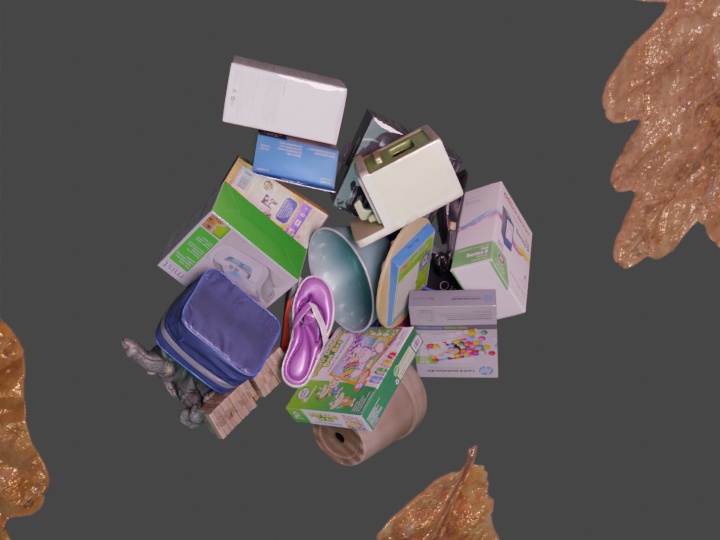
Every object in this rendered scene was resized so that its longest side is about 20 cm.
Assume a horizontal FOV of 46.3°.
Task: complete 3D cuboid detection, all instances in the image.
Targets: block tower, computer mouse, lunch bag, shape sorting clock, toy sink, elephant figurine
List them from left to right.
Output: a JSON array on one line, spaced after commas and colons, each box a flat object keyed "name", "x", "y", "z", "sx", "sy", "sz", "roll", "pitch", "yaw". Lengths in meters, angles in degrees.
[{"name": "elephant figurine", "x": -0.334, "y": 0.182, "z": 1.584, "sx": 0.200, "sy": 0.156, "sz": 0.142, "roll": 42, "pitch": 63, "yaw": 7}, {"name": "lunch bag", "x": -0.244, "y": 0.114, "z": 1.462, "sx": 0.200, "sy": 0.137, "sz": 0.132, "roll": 43, "pitch": 139, "yaw": -16}, {"name": "block tower", "x": -0.207, "y": 0.216, "z": 1.530, "sx": 0.200, "sy": 0.057, "sz": 0.055, "roll": -44, "pitch": 112, "yaw": -36}, {"name": "toy sink", "x": 0.054, "y": -0.147, "z": 1.417, "sx": 0.197, "sy": 0.131, "sz": 0.113, "roll": -27, "pitch": 110, "yaw": 5}, {"name": "shape sorting clock", "x": 0.077, "y": 0.003, "z": 1.473, "sx": 0.039, "sy": 0.199, "sz": 0.204, "roll": 23, "pitch": 107, "yaw": 22}, {"name": "computer mouse", "x": 0.155, "y": -0.093, "z": 1.526, "sx": 0.045, "sy": 0.140, "sz": 0.204, "roll": 13, "pitch": 88, "yaw": 3}]

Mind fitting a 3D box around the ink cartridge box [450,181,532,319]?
[{"name": "ink cartridge box", "x": 0.240, "y": -0.035, "z": 1.523, "sx": 0.086, "sy": 0.202, "sz": 0.146, "roll": -16, "pitch": 129, "yaw": 29}]

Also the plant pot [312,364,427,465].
[{"name": "plant pot", "x": 0.002, "y": 0.264, "z": 1.580, "sx": 0.197, "sy": 0.173, "sz": 0.204, "roll": 17, "pitch": 124, "yaw": 27}]

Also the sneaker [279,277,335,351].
[{"name": "sneaker", "x": -0.096, "y": 0.103, "z": 1.613, "sx": 0.105, "sy": 0.067, "sz": 0.205, "roll": 6, "pitch": 112, "yaw": -7}]

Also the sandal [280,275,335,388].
[{"name": "sandal", "x": -0.092, "y": 0.110, "z": 1.520, "sx": 0.081, "sy": 0.050, "sz": 0.207, "roll": 10, "pitch": 81, "yaw": -2}]

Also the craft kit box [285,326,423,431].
[{"name": "craft kit box", "x": -0.011, "y": 0.186, "z": 1.500, "sx": 0.049, "sy": 0.195, "sz": 0.201, "roll": 52, "pitch": 53, "yaw": -26}]

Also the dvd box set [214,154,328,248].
[{"name": "dvd box set", "x": -0.179, "y": -0.097, "z": 1.553, "sx": 0.198, "sy": 0.029, "sz": 0.148, "roll": 31, "pitch": 103, "yaw": -17}]

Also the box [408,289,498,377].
[{"name": "box", "x": 0.170, "y": 0.117, "z": 1.516, "sx": 0.152, "sy": 0.042, "sz": 0.202, "roll": 0, "pitch": 137, "yaw": 10}]

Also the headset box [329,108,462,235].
[{"name": "headset box", "x": 0.055, "y": -0.171, "z": 1.526, "sx": 0.197, "sy": 0.093, "sz": 0.177, "roll": 22, "pitch": 105, "yaw": -14}]

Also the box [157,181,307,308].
[{"name": "box", "x": -0.227, "y": -0.024, "z": 1.506, "sx": 0.199, "sy": 0.098, "sz": 0.176, "roll": 40, "pitch": 123, "yaw": -21}]

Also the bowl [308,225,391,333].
[{"name": "bowl", "x": 0.000, "y": 0.000, "z": 1.542, "sx": 0.104, "sy": 0.199, "sz": 0.205, "roll": -25, "pitch": 113, "yaw": -31}]

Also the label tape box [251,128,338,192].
[{"name": "label tape box", "x": -0.112, "y": -0.196, "z": 1.439, "sx": 0.140, "sy": 0.200, "sz": 0.067, "roll": 11, "pitch": 105, "yaw": -11}]

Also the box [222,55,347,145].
[{"name": "box", "x": -0.131, "y": -0.293, "z": 1.445, "sx": 0.196, "sy": 0.125, "sz": 0.099, "roll": 10, "pitch": 108, "yaw": -10}]

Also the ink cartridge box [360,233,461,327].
[{"name": "ink cartridge box", "x": 0.095, "y": 0.044, "z": 1.631, "sx": 0.196, "sy": 0.044, "sz": 0.201, "roll": 18, "pitch": 107, "yaw": -12}]

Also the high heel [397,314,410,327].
[{"name": "high heel", "x": 0.140, "y": 0.103, "z": 1.594, "sx": 0.198, "sy": 0.068, "sz": 0.096, "roll": 34, "pitch": 113, "yaw": -23}]
